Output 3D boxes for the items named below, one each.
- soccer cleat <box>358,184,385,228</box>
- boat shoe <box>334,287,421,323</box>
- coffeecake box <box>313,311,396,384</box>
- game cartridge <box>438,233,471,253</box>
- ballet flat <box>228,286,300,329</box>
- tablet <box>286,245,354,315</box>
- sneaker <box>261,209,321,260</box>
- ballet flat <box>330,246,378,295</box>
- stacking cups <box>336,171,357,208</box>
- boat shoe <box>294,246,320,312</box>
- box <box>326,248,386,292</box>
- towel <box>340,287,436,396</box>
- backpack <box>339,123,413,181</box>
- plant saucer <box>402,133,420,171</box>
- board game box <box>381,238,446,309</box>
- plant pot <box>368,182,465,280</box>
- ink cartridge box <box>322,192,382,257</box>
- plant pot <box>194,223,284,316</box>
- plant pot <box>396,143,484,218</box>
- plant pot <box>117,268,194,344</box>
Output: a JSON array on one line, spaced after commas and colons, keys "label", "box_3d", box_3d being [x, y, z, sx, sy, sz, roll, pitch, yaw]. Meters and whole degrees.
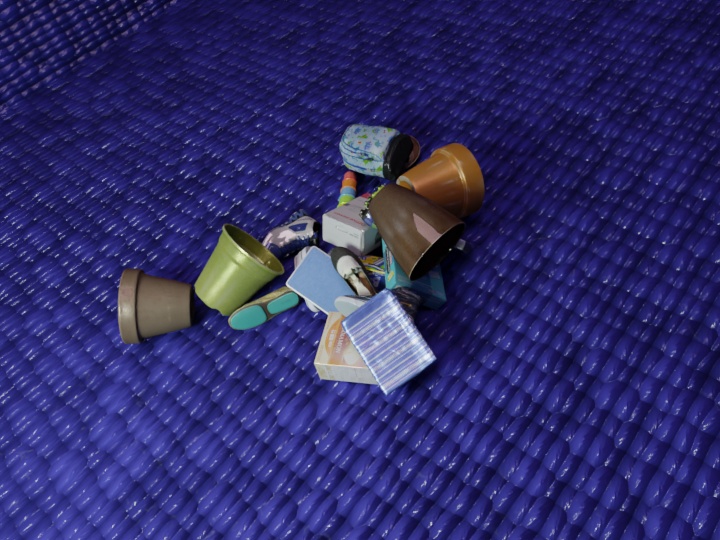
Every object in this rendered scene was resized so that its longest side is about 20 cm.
[{"label": "soccer cleat", "box_3d": [0.053, -0.165, 1.629, 0.083, 0.065, 0.201, 38, 30, -7]}, {"label": "boat shoe", "box_3d": [0.043, 0.080, 1.457, 0.198, 0.071, 0.091, 15, 51, 16]}, {"label": "coffeecake box", "box_3d": [0.008, 0.185, 1.463, 0.198, 0.073, 0.154, 3, 50, 16]}, {"label": "game cartridge", "box_3d": [0.190, -0.096, 1.607, 0.198, 0.130, 0.039, 22, 90, 17]}, {"label": "ballet flat", "box_3d": [-0.254, 0.097, 1.621, 0.199, 0.071, 0.071, -24, 48, -6]}, {"label": "tablet", "box_3d": [-0.078, 0.041, 1.577, 0.199, 0.014, 0.131, 34, 76, 5]}, {"label": "sneaker", "box_3d": [-0.183, -0.090, 1.747, 0.115, 0.081, 0.199, 25, 58, 34]}, {"label": "ballet flat", "box_3d": [-0.009, 0.018, 1.542, 0.068, 0.068, 0.201, -38, 81, 4]}, {"label": "stacking cups", "box_3d": [-0.033, -0.223, 1.841, 0.060, 0.061, 0.201, -2, 47, 12]}, {"label": "boat shoe", "box_3d": [-0.140, 0.032, 1.648, 0.065, 0.073, 0.201, -32, 47, 28]}, {"label": "box", "box_3d": [0.000, 0.000, 1.621, 0.198, 0.071, 0.064, 12, 38, 24]}, {"label": "towel", "box_3d": [0.061, 0.156, 1.371, 0.144, 0.024, 0.201, -35, 73, 3]}, {"label": "backpack", "box_3d": [0.034, -0.365, 1.856, 0.199, 0.154, 0.164, 9, 58, 38]}, {"label": "plant saucer", "box_3d": [0.093, -0.360, 1.940, 0.198, 0.037, 0.202, -7, 49, 8]}, {"label": "board game box", "box_3d": [0.134, -0.010, 1.562, 0.150, 0.047, 0.201, 19, 43, -23]}, {"label": "plant pot", "box_3d": [0.119, -0.112, 1.478, 0.186, 0.187, 0.200, -38, 71, -18]}, {"label": "ink cartridge box", "box_3d": [0.011, -0.129, 1.686, 0.145, 0.086, 0.199, 24, 36, 31]}, {"label": "plant pot", "box_3d": [-0.335, 0.011, 1.619, 0.185, 0.200, 0.200, -49, 50, 7]}, {"label": "plant pot", "box_3d": [0.204, -0.222, 1.659, 0.182, 0.201, 0.200, -22, 47, -19]}, {"label": "plant pot", "box_3d": [-0.534, 0.092, 1.624, 0.173, 0.201, 0.201, -1, 47, -8]}]
